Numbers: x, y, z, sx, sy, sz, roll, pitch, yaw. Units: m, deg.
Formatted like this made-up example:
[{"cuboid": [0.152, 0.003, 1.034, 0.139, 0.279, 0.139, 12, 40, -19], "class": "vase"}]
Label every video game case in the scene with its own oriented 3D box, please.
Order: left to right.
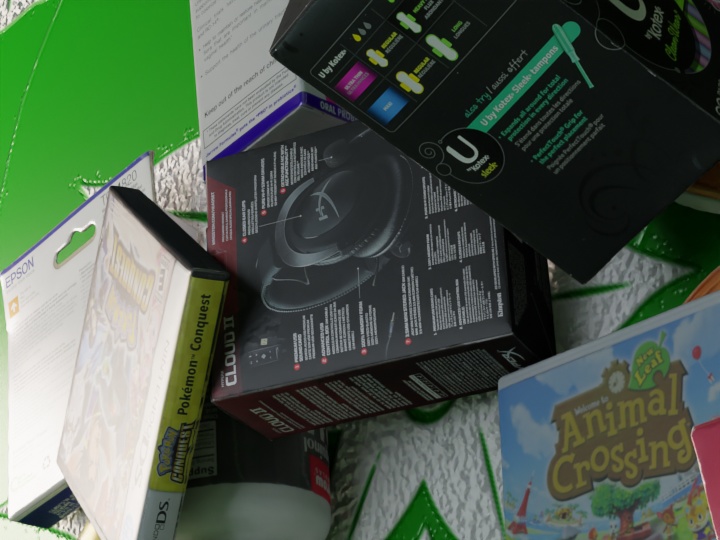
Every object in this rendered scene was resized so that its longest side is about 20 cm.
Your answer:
[{"cuboid": [-0.131, 0.061, 1.227, 0.200, 0.025, 0.183, -143, 63, -65], "class": "video game case"}, {"cuboid": [0.144, 0.112, 1.021, 0.199, 0.022, 0.184, -26, 58, 45], "class": "video game case"}]

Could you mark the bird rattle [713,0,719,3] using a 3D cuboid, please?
[{"cuboid": [0.263, -0.158, 0.977, 0.164, 0.112, 0.200, -55, 27, 5], "class": "bird rattle"}]

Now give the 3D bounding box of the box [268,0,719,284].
[{"cuboid": [0.079, -0.124, 1.038, 0.124, 0.199, 0.149, -45, 16, 36], "class": "box"}]

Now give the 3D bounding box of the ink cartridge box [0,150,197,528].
[{"cuboid": [-0.180, 0.050, 1.464, 0.199, 0.040, 0.202, -34, 52, 40], "class": "ink cartridge box"}]

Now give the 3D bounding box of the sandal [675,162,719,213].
[{"cuboid": [0.199, -0.059, 1.002, 0.206, 0.059, 0.080, 10, 65, 52], "class": "sandal"}]

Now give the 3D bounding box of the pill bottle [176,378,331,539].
[{"cuboid": [-0.073, 0.111, 1.249, 0.110, 0.110, 0.202, -27, 56, 43], "class": "pill bottle"}]

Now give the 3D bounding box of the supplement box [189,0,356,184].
[{"cuboid": [-0.038, -0.149, 1.314, 0.103, 0.101, 0.202, -34, 52, 39], "class": "supplement box"}]

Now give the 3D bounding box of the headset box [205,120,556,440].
[{"cuboid": [0.000, 0.000, 1.172, 0.198, 0.077, 0.150, -15, 63, 22], "class": "headset box"}]

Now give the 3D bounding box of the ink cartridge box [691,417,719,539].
[{"cuboid": [0.243, 0.089, 0.780, 0.198, 0.145, 0.085, -21, 54, 18], "class": "ink cartridge box"}]

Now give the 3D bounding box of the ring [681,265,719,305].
[{"cuboid": [0.205, 0.078, 0.991, 0.200, 0.019, 0.202, -21, 61, 45], "class": "ring"}]

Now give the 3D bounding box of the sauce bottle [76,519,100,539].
[{"cuboid": [-0.146, 0.174, 1.359, 0.201, 0.066, 0.066, -58, 40, 15], "class": "sauce bottle"}]
